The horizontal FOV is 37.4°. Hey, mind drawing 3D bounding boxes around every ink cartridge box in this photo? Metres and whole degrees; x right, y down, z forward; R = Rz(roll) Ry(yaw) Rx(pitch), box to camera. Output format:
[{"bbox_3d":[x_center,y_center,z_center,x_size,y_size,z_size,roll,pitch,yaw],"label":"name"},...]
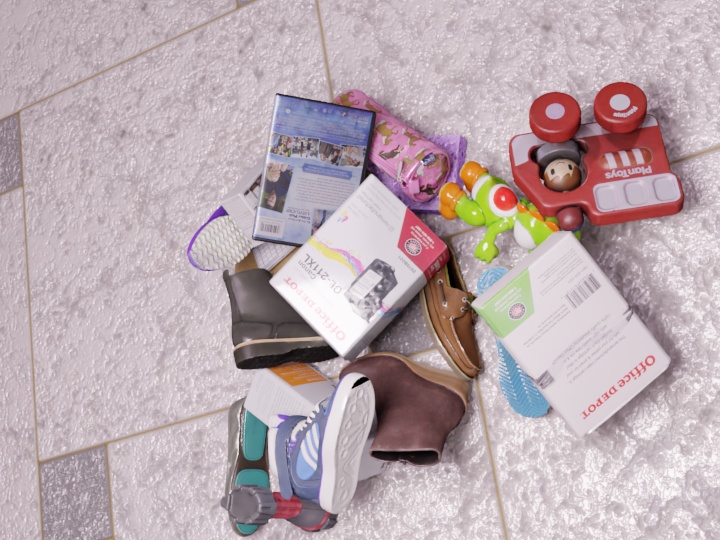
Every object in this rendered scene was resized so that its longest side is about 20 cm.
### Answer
[{"bbox_3d":[0.000,0.000,1.413,0.146,0.083,0.200,43,88,11],"label":"ink cartridge box"},{"bbox_3d":[0.253,0.075,1.293,0.145,0.084,0.201,-39,93,0],"label":"ink cartridge box"}]

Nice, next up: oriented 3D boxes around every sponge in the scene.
[{"bbox_3d":[0.056,-0.139,1.550,0.198,0.030,0.113,2,79,29],"label":"sponge"}]

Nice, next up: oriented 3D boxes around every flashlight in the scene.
[{"bbox_3d":[-0.099,0.316,1.422,0.068,0.200,0.068,-45,63,10],"label":"flashlight"}]

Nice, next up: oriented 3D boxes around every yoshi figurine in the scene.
[{"bbox_3d":[0.205,-0.061,1.413,0.199,0.111,0.114,32,113,34],"label":"yoshi figurine"}]

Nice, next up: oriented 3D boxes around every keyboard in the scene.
[{"bbox_3d":[-0.080,-0.075,1.536,0.200,0.011,0.057,-41,50,16],"label":"keyboard"}]

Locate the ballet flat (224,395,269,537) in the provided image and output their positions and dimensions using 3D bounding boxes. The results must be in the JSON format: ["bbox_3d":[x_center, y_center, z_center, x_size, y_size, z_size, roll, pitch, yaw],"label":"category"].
[{"bbox_3d":[-0.168,0.285,1.558,0.063,0.067,0.203,-15,68,53],"label":"ballet flat"}]

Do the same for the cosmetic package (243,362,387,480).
[{"bbox_3d":[-0.054,0.205,1.475,0.199,0.101,0.072,32,109,30],"label":"cosmetic package"}]

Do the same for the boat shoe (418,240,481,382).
[{"bbox_3d":[0.123,0.050,1.441,0.068,0.072,0.202,-32,65,19],"label":"boat shoe"}]

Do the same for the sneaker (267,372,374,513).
[{"bbox_3d":[-0.066,0.200,1.363,0.145,0.080,0.203,25,118,33],"label":"sneaker"}]

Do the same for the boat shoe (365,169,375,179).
[{"bbox_3d":[0.006,-0.042,1.523,0.071,0.067,0.203,-4,83,37],"label":"boat shoe"}]

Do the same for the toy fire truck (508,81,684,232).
[{"bbox_3d":[0.290,-0.130,1.332,0.197,0.113,0.170,-8,58,5],"label":"toy fire truck"}]

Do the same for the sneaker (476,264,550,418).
[{"bbox_3d":[0.211,0.090,1.386,0.076,0.081,0.203,-14,91,23],"label":"sneaker"}]

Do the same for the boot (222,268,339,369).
[{"bbox_3d":[-0.091,0.055,1.489,0.077,0.198,0.140,-42,56,52],"label":"boot"}]

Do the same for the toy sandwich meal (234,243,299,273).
[{"bbox_3d":[-0.104,-0.011,1.588,0.203,0.070,0.208,-13,61,24],"label":"toy sandwich meal"}]

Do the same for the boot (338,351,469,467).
[{"bbox_3d":[0.038,0.183,1.405,0.197,0.167,0.073,2,121,23],"label":"boot"}]

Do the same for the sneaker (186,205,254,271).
[{"bbox_3d":[-0.197,-0.052,1.543,0.099,0.200,0.070,-23,108,41],"label":"sneaker"}]

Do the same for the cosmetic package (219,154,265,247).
[{"bbox_3d":[-0.114,-0.130,1.542,0.050,0.083,0.201,-17,28,43],"label":"cosmetic package"}]

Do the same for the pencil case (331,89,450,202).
[{"bbox_3d":[0.036,-0.179,1.503,0.200,0.086,0.083,41,96,32],"label":"pencil case"}]

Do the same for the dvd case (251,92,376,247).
[{"bbox_3d":[-0.064,-0.130,1.456,0.141,0.018,0.203,8,101,-13],"label":"dvd case"}]
